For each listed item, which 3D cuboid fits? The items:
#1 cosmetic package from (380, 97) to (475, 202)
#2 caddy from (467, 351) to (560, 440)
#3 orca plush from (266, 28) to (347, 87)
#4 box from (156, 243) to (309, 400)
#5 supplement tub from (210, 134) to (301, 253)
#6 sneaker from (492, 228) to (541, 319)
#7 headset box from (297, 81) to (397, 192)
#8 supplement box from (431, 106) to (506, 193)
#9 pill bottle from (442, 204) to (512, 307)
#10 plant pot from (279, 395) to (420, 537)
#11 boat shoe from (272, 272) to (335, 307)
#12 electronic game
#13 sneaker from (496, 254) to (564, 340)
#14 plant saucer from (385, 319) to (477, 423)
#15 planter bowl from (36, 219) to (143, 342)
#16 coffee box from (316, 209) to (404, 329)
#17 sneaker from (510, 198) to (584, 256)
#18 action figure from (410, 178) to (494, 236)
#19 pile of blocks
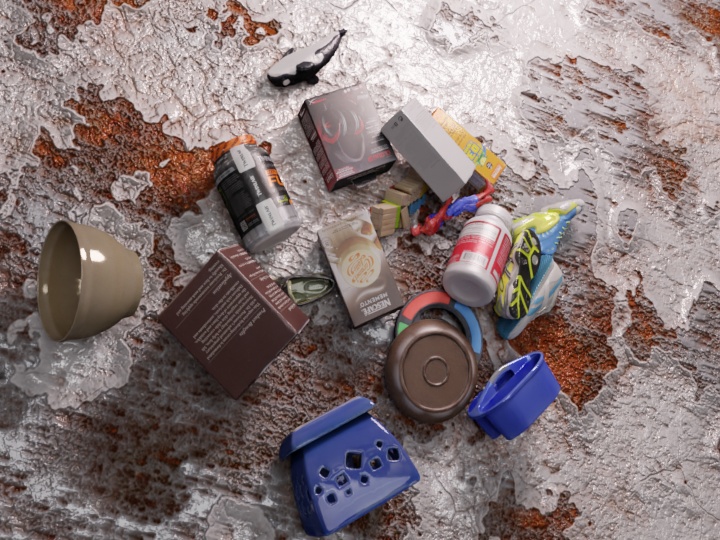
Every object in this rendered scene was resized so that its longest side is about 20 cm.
[{"bbox_3d":[0.142,-0.251,1.568,0.201,0.074,0.102,49,35,-5],"label":"cosmetic package"},{"bbox_3d":[0.300,0.243,1.510,0.199,0.141,0.106,-40,94,-22],"label":"caddy"},{"bbox_3d":[-0.106,-0.436,1.609,0.104,0.072,0.200,22,58,38],"label":"orca plush"},{"bbox_3d":[-0.221,0.085,1.351,0.166,0.164,0.200,-44,92,6],"label":"box"},{"bbox_3d":[-0.206,-0.149,1.462,0.120,0.122,0.204,-25,85,-20],"label":"supplement tub"},{"bbox_3d":[0.319,0.003,1.577,0.075,0.076,0.204,34,65,-29],"label":"sneaker"},{"bbox_3d":[-0.024,-0.267,1.571,0.146,0.075,0.204,-20,83,-21],"label":"headset box"},{"bbox_3d":[0.219,-0.260,1.649,0.199,0.069,0.067,39,70,-6],"label":"supplement box"},{"bbox_3d":[0.249,-0.036,1.569,0.111,0.112,0.203,32,56,-7],"label":"pill bottle"},{"bbox_3d":[-0.035,0.345,1.358,0.196,0.200,0.183,-24,78,-20],"label":"plant pot"},{"bbox_3d":[-0.141,0.043,1.464,0.196,0.066,0.074,-14,84,-18],"label":"boat shoe"},{"bbox_3d":[0.160,0.138,1.546,0.194,0.042,0.206,4,76,-16],"label":"electronic game"},{"bbox_3d":[0.366,0.070,1.607,0.081,0.076,0.202,43,78,-29],"label":"sneaker"},{"bbox_3d":[0.145,0.199,1.498,0.194,0.032,0.207,1,85,-13],"label":"plant saucer"},{"bbox_3d":[-0.463,0.021,1.322,0.133,0.198,0.206,5,73,-43],"label":"planter bowl"},{"bbox_3d":[0.000,0.000,1.500,0.112,0.080,0.204,-22,83,-5],"label":"coffee box"},{"bbox_3d":[0.416,-0.085,1.670,0.195,0.076,0.108,-20,95,-13],"label":"sneaker"},{"bbox_3d":[0.190,-0.126,1.605,0.197,0.066,0.052,-32,75,-12],"label":"action figure"},{"bbox_3d":[0.081,-0.145,1.591,0.061,0.084,0.199,23,52,36],"label":"pile of blocks"}]
